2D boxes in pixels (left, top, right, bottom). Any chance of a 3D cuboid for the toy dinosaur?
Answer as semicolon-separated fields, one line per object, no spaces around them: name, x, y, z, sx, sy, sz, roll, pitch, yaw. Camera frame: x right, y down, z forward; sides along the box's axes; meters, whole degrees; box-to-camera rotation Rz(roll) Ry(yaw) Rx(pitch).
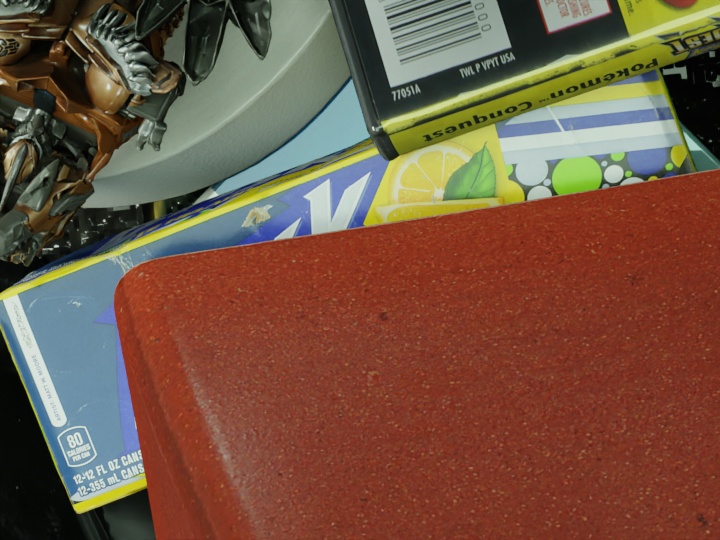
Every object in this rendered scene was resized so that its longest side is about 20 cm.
toy dinosaur;-0.070;-0.099;0.776;0.102;0.136;0.201;3;92;0

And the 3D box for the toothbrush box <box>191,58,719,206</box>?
toothbrush box;0.056;0.010;0.899;0.200;0.085;0.146;43;96;-1

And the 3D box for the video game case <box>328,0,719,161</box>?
video game case;0.063;-0.149;0.804;0.180;0.026;0.201;-18;69;6

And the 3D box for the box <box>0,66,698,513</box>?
box;0.000;0.000;0.826;0.199;0.064;0.070;-21;94;3

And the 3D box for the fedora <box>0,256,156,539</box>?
fedora;-0.132;0.090;0.901;0.092;0.201;0.201;-35;94;39

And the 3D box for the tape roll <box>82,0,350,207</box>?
tape roll;-0.077;-0.119;0.876;0.202;0.037;0.204;-5;76;21

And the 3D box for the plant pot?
plant pot;0.052;0.113;0.750;0.199;0.176;0.201;-9;124;-3
